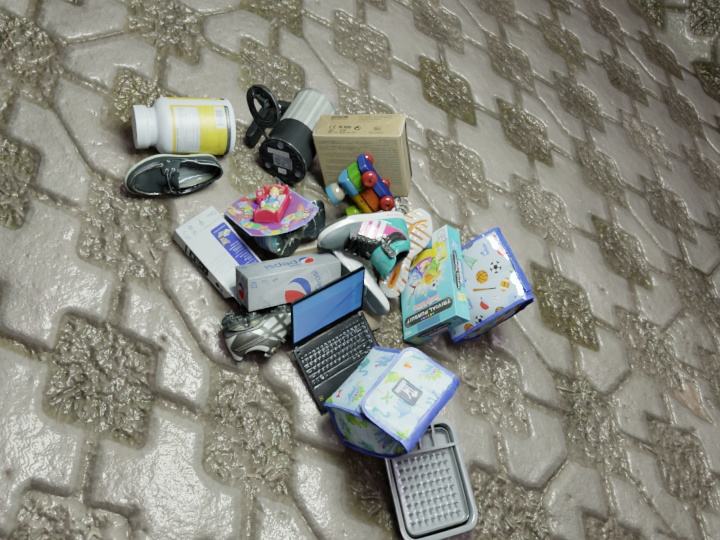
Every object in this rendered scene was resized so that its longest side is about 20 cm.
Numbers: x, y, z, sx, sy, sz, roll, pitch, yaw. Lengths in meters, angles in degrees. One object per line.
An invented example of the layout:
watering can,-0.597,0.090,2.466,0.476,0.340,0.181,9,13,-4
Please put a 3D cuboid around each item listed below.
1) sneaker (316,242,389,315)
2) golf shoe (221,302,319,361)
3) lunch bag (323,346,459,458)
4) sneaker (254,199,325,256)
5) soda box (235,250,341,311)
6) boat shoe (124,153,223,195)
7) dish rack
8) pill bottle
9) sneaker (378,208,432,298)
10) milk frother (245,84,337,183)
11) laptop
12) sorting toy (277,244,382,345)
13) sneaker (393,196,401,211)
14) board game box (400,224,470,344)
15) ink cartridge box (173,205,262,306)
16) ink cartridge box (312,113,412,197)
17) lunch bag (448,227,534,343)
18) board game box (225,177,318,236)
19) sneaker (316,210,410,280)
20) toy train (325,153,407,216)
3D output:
sneaker,0.000,0.000,1.171,0.080,0.070,0.202,-37,86,-36
golf shoe,-0.160,0.108,1.078,0.193,0.077,0.098,-12,104,-20
lunch bag,0.058,0.233,1.020,0.170,0.196,0.130,-42,120,-33
sneaker,-0.143,-0.099,1.194,0.084,0.080,0.199,10,27,28
soda box,-0.134,0.017,1.083,0.194,0.066,0.068,-11,25,-31
boat shoe,-0.361,-0.184,1.135,0.195,0.077,0.065,-14,33,-38
dish rack,0.121,0.390,1.071,0.166,0.044,0.206,-2,64,-26
pill bottle,-0.362,-0.294,1.178,0.194,0.112,0.115,-7,66,-27
sneaker,0.089,-0.039,1.227,0.077,0.077,0.205,29,83,-2
milk frother,-0.150,-0.338,1.248,0.176,0.201,0.192,27,55,-3
laptop,-0.032,0.129,1.081,0.174,0.103,0.205,-25,86,-29
sorting toy,-0.063,0.045,1.183,0.180,0.036,0.206,-13,74,-30
sneaker,0.034,-0.135,1.298,0.112,0.074,0.206,-6,67,-30
board game box,0.150,0.030,1.209,0.046,0.149,0.207,20,54,-35
ink cartridge box,-0.264,-0.023,1.121,0.201,0.039,0.099,47,55,7
ink cartridge box,0.009,-0.248,1.245,0.192,0.167,0.077,4,51,15
lunch bag,0.261,0.033,1.227,0.121,0.200,0.174,-6,63,-44
board game box,-0.182,-0.137,1.152,0.155,0.040,0.198,-26,39,-27
sneaker,0.018,-0.040,1.120,0.193,0.084,0.124,-12,63,-22
toy train,0.020,-0.137,1.219,0.201,0.113,0.086,49,20,-35
